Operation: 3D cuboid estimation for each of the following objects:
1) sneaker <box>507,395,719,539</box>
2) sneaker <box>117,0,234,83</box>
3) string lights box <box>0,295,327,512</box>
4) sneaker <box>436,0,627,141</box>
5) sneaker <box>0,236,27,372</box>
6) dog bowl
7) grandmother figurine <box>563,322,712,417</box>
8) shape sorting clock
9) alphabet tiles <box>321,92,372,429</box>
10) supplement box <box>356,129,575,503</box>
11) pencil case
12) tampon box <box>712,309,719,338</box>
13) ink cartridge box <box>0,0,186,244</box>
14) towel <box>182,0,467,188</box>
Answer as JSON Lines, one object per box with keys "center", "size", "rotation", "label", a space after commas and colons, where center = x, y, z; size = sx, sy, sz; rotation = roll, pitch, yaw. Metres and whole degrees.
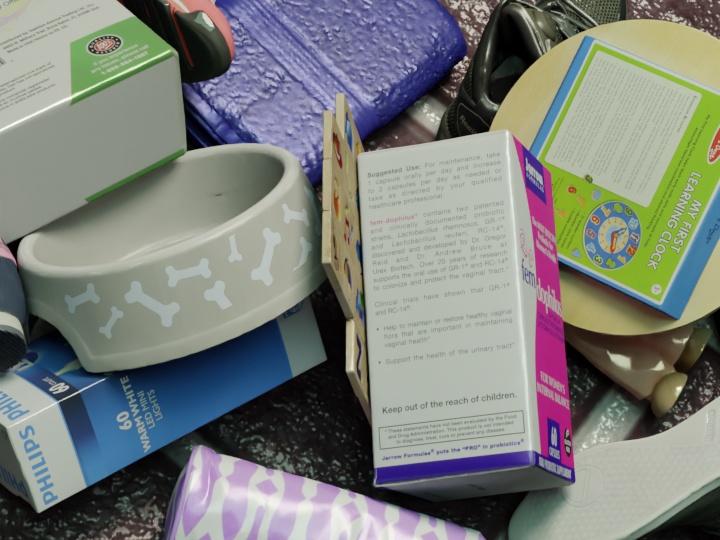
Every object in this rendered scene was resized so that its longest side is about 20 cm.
{"center": [0.194, 0.146, 1.190], "size": [0.199, 0.099, 0.071], "rotation": [-27, 47, 8], "label": "sneaker"}
{"center": [-0.122, -0.192, 1.246], "size": [0.086, 0.074, 0.200], "rotation": [-30, 41, -17], "label": "sneaker"}
{"center": [-0.131, 0.060, 1.132], "size": [0.199, 0.102, 0.060], "rotation": [-27, 115, -26], "label": "string lights box"}
{"center": [0.134, -0.156, 1.314], "size": [0.076, 0.114, 0.199], "rotation": [41, 59, 8], "label": "sneaker"}
{"center": [-0.286, 0.031, 1.109], "size": [0.198, 0.070, 0.083], "rotation": [-12, 61, 7], "label": "sneaker"}
{"center": [-0.112, -0.014, 1.133], "size": [0.199, 0.199, 0.059], "rotation": [-27, 113, -25], "label": "dog bowl"}
{"center": [0.132, 0.008, 1.256], "size": [0.199, 0.061, 0.122], "rotation": [33, 51, 2], "label": "grandmother figurine"}
{"center": [0.172, -0.058, 1.208], "size": [0.198, 0.039, 0.202], "rotation": [-5, 77, 22], "label": "shape sorting clock"}
{"center": [0.000, 0.000, 1.152], "size": [0.007, 0.200, 0.169], "rotation": [-5, 61, 10], "label": "alphabet tiles"}
{"center": [0.063, 0.030, 1.157], "size": [0.102, 0.101, 0.202], "rotation": [-9, 76, 19], "label": "supplement box"}
{"center": [-0.022, 0.168, 1.121], "size": [0.198, 0.084, 0.086], "rotation": [18, 82, -2], "label": "pencil case"}
{"center": [0.312, 0.002, 1.249], "size": [0.125, 0.150, 0.202], "rotation": [-6, 63, -18], "label": "tampon box"}
{"center": [-0.222, -0.123, 1.187], "size": [0.144, 0.085, 0.200], "rotation": [-29, 49, -26], "label": "ink cartridge box"}
{"center": [-0.039, -0.142, 1.304], "size": [0.148, 0.050, 0.200], "rotation": [45, 63, 8], "label": "towel"}
